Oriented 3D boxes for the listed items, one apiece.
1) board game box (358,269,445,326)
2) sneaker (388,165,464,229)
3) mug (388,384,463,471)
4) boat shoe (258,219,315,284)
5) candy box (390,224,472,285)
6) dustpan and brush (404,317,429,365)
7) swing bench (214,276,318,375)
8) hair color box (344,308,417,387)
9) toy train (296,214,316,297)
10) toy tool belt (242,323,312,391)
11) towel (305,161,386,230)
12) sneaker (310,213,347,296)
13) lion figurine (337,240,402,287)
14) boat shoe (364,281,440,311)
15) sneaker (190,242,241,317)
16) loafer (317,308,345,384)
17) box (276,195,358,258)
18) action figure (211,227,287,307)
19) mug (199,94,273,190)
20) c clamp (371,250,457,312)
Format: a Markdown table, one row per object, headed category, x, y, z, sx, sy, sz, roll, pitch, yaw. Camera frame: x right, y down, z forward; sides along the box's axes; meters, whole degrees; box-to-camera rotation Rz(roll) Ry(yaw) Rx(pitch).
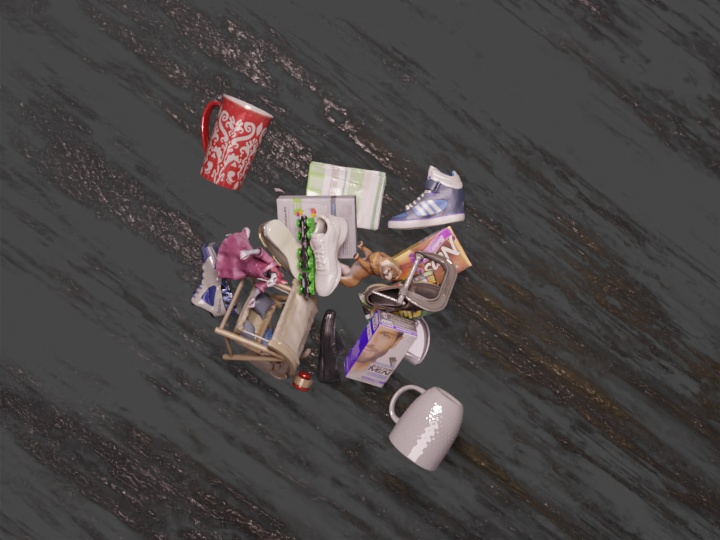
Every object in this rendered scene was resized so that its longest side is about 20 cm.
| category | x | y | z | sx | sy | sz | roll | pitch | yaw |
| --- | --- | --- | --- | --- | --- | --- | --- | --- | --- |
| board game box | 0.103 | 0.078 | 1.685 | 0.198 | 0.023 | 0.106 | -19 | 100 | 11 |
| sneaker | 0.160 | -0.183 | 1.674 | 0.198 | 0.081 | 0.148 | -7 | 90 | 7 |
| mug | 0.161 | 0.382 | 1.729 | 0.199 | 0.147 | 0.176 | 36 | 94 | 28 |
| boat shoe | -0.181 | -0.041 | 1.673 | 0.072 | 0.060 | 0.202 | -50 | 119 | -30 |
| candy box | 0.169 | -0.016 | 1.703 | 0.199 | 0.056 | 0.117 | -29 | 96 | 9 |
| dustpan and brush | 0.136 | 0.136 | 1.724 | 0.139 | 0.057 | 0.201 | 28 | 98 | -1 |
| swing bench | -0.223 | 0.124 | 1.647 | 0.198 | 0.200 | 0.130 | 10 | 142 | 9 |
| hair color box | 0.049 | 0.199 | 1.686 | 0.108 | 0.065 | 0.201 | 19 | 123 | -18 |
| toy train | -0.130 | -0.035 | 1.646 | 0.041 | 0.056 | 0.203 | -2 | 90 | 20 |
| toy tool belt | -0.195 | 0.210 | 1.716 | 0.199 | 0.125 | 0.124 | 26 | 95 | 17 |
| towel | -0.041 | -0.189 | 1.701 | 0.198 | 0.031 | 0.151 | 10 | 98 | 1 |
| sneaker | -0.092 | -0.040 | 1.615 | 0.074 | 0.099 | 0.202 | 0 | 79 | 41 |
| lion figurine | 0.000 | 0.000 | 1.677 | 0.199 | 0.073 | 0.122 | -20 | 132 | 41 |
| boat shoe | 0.105 | 0.071 | 1.634 | 0.198 | 0.073 | 0.075 | -4 | 100 | 8 |
| sneaker | -0.392 | 0.038 | 1.725 | 0.114 | 0.081 | 0.201 | -18 | 99 | 3 |
| loafer | -0.073 | 0.198 | 1.743 | 0.070 | 0.068 | 0.203 | 3 | 104 | -6 |
| box | -0.108 | -0.110 | 1.695 | 0.198 | 0.041 | 0.158 | 1 | 108 | 7 |
| action figure | -0.255 | -0.006 | 1.623 | 0.198 | 0.149 | 0.135 | 20 | 117 | 21 |
| mug | -0.321 | -0.321 | 1.667 | 0.132 | 0.177 | 0.202 | 14 | 106 | -36 |
| c clamp | 0.143 | 0.020 | 1.609 | 0.170 | 0.201 | 0.027 | 28 | 142 | 8 |
